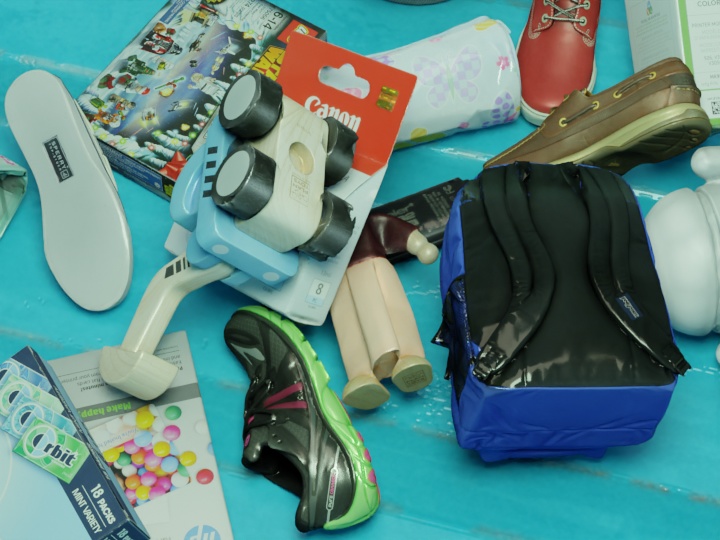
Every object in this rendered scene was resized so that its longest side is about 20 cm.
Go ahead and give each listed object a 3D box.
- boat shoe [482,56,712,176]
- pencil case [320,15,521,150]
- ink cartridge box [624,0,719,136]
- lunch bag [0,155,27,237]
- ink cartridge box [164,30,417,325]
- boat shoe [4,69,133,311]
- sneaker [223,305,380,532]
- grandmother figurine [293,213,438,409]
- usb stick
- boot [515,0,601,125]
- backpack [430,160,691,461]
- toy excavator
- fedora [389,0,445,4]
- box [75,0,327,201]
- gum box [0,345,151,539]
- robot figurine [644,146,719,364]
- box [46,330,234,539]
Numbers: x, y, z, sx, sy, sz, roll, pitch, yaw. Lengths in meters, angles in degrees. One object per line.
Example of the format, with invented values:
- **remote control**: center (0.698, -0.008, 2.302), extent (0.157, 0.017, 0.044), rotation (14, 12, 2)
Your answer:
- **boat shoe**: center (0.181, -0.107, 1.520), extent (0.199, 0.072, 0.068), rotation (-21, 67, 32)
- **pencil case**: center (0.033, -0.146, 1.584), extent (0.199, 0.083, 0.091), rotation (-13, 79, -9)
- **ink cartridge box**: center (0.259, -0.207, 1.553), extent (0.059, 0.104, 0.202), rotation (-7, 88, -14)
- **lunch bag**: center (-0.381, -0.056, 1.512), extent (0.170, 0.122, 0.200), rotation (26, 51, 20)
- **ink cartridge box**: center (-0.055, -0.078, 1.471), extent (0.160, 0.047, 0.201), rotation (26, 96, 45)
- **boat shoe**: center (-0.227, -0.062, 1.540), extent (0.072, 0.066, 0.201), rotation (-27, 80, 9)
- **sneaker**: center (-0.058, 0.106, 1.423), extent (0.083, 0.077, 0.200), rotation (-24, 56, -12)
- **grandmother figurine**: center (0.000, 0.000, 1.464), extent (0.120, 0.061, 0.201), rotation (-18, 62, -2)
- **usb stick**: center (0.006, -0.022, 1.534), extent (0.199, 0.033, 0.056), rotation (-21, 52, -13)
- **boot**: center (0.169, -0.231, 1.603), extent (0.072, 0.145, 0.201), rotation (8, 57, 6)
- **backpack**: center (0.128, 0.030, 1.411), extent (0.161, 0.168, 0.201), rotation (2, 58, -13)
- **toy excavator**: center (-0.105, -0.019, 1.404), extent (0.100, 0.199, 0.196), rotation (28, 52, -34)
- **fedora**: center (0.064, -0.297, 1.681), extent (0.199, 0.091, 0.178), rotation (-14, 55, -1)
- **box**: center (-0.137, -0.154, 1.619), extent (0.136, 0.040, 0.200), rotation (28, 61, 17)
- **gum box**: center (-0.272, 0.177, 1.359), extent (0.200, 0.045, 0.170), rotation (-36, 57, -1)
- **robot figurine**: center (0.296, -0.013, 1.472), extent (0.198, 0.113, 0.171), rotation (-8, 86, -4)
- **box**: center (-0.183, 0.151, 1.416), extent (0.155, 0.041, 0.201), rotation (-12, 58, -6)
